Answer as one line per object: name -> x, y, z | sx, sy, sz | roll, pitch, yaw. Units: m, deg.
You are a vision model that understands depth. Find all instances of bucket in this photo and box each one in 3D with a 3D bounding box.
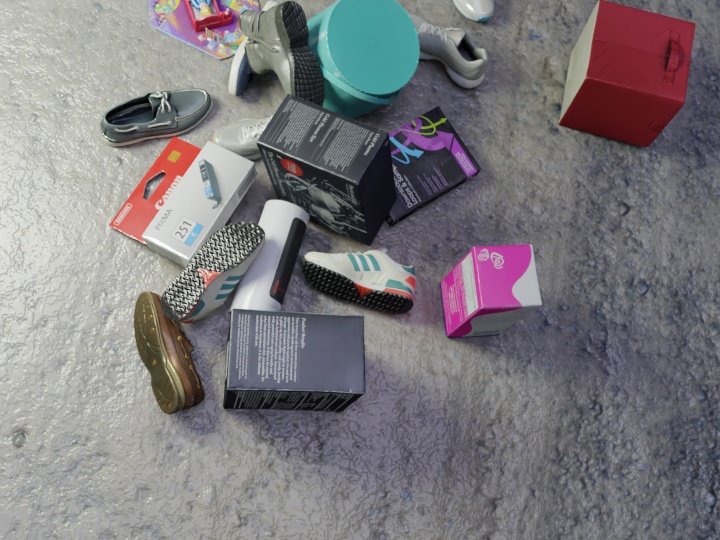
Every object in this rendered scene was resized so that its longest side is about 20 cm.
bucket -> -0.004, -0.372, 1.426 | 0.205, 0.135, 0.210 | 2, 86, -24

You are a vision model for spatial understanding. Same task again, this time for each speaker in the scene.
speaker -> -0.148, -0.009, 1.350 | 0.080, 0.081, 0.202 | 18, 71, -5

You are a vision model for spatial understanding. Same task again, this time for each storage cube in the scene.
storage cube -> 0.482, -0.355, 1.514 | 0.178, 0.200, 0.173 | 14, 72, 0

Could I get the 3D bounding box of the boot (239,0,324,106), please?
boot -> -0.133, -0.341, 1.377 | 0.067, 0.130, 0.202 | -22, 106, -40

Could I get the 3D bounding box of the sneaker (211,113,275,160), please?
sneaker -> -0.154, -0.241, 1.408 | 0.198, 0.092, 0.077 | -9, 76, -12

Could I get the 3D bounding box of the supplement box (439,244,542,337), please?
supplement box -> 0.206, 0.037, 1.341 | 0.100, 0.200, 0.105 | -2, 75, -12

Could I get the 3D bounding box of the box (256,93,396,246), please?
box -> -0.048, -0.157, 1.324 | 0.181, 0.200, 0.105 | 23, 69, 17

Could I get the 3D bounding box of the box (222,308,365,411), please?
box -> -0.105, 0.141, 1.253 | 0.196, 0.200, 0.125 | 4, 73, -10

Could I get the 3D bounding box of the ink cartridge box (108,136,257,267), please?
ink cartridge box -> -0.293, -0.124, 1.347 | 0.175, 0.045, 0.201 | 25, 69, 14

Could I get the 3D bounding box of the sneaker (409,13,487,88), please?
sneaker -> 0.152, -0.423, 1.512 | 0.199, 0.092, 0.076 | 31, 71, 0

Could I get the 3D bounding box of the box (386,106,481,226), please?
box -> 0.097, -0.187, 1.472 | 0.199, 0.036, 0.144 | -32, 82, -16

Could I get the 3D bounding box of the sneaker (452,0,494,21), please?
sneaker -> 0.213, -0.574, 1.581 | 0.076, 0.081, 0.202 | -9, 77, -15

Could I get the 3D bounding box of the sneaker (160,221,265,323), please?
sneaker -> -0.226, 0.006, 1.308 | 0.070, 0.093, 0.200 | 42, 84, 15

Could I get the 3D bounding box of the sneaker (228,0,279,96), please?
sneaker -> -0.163, -0.383, 1.457 | 0.084, 0.075, 0.202 | 25, 72, -1

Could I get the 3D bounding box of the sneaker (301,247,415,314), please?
sneaker -> 0.001, 0.000, 1.384 | 0.198, 0.071, 0.094 | 18, 53, -3

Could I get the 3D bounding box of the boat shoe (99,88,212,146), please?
boat shoe -> -0.343, -0.267, 1.395 | 0.198, 0.062, 0.073 | -22, 76, -17

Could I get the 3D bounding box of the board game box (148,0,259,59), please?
board game box -> -0.277, -0.478, 1.479 | 0.198, 0.039, 0.159 | 26, 71, -3

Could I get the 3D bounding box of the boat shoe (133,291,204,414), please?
boat shoe -> -0.301, 0.126, 1.295 | 0.067, 0.072, 0.202 | -3, 63, -46

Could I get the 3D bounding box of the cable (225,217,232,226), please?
cable -> -0.230, -0.093, 1.372 | 0.096, 0.050, 0.202 | 11, 74, -7
